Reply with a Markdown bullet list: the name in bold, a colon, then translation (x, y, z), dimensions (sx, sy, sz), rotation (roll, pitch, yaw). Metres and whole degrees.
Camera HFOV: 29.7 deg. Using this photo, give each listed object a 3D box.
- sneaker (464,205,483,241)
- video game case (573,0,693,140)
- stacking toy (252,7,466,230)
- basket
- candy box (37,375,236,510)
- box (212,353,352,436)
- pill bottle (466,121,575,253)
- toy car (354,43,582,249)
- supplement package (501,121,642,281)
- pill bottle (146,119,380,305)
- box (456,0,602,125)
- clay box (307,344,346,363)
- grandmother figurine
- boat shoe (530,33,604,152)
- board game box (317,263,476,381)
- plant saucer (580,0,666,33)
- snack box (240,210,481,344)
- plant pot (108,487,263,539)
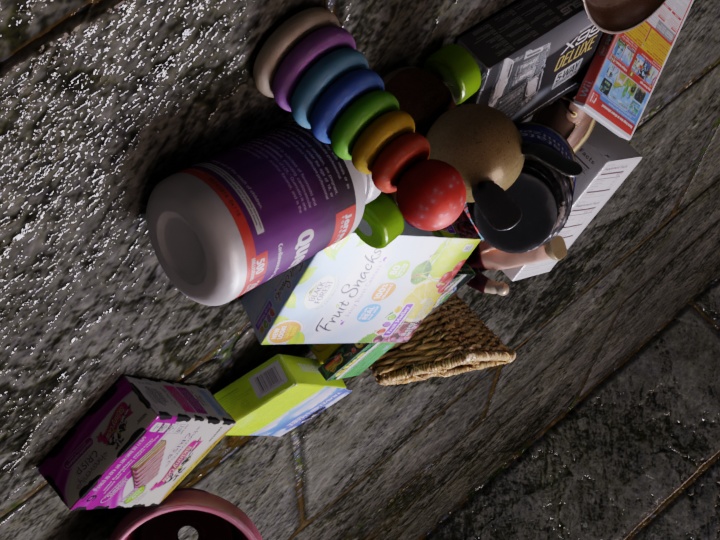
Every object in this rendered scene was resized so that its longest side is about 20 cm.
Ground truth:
- **sneaker**: translation (0.096, -0.077, 1.556), dimensions (0.200, 0.079, 0.096), rotation (-24, 137, -56)
- **video game case**: translation (0.313, -0.258, 1.524), dimensions (0.143, 0.017, 0.201), rotation (19, 96, -57)
- **stacking toy**: translation (0.007, -0.111, 1.054), dimensions (0.085, 0.200, 0.086), rotation (-38, 161, -16)
- **basket**: translation (0.091, 0.112, 1.811), dimensions (0.143, 0.149, 0.200), rotation (-48, 162, 13)
- **candy box**: translation (-0.230, 0.184, 1.432), dimensions (0.136, 0.061, 0.200), rotation (-47, 162, 7)
- **box**: translation (-0.097, 0.152, 1.622), dimensions (0.121, 0.048, 0.200), rotation (-32, 165, 12)
- **pill bottle**: translation (0.171, -0.086, 1.440), dimensions (0.112, 0.112, 0.200), rotation (-50, -177, 20)
- **toy car**: translation (0.100, -0.094, 1.241), dimensions (0.164, 0.199, 0.159), rotation (-40, 134, -25)
- **supplement package**: translation (0.236, -0.101, 1.702), dimensions (0.109, 0.114, 0.200), rotation (-12, 145, -55)
- **pill bottle**: translation (-0.074, -0.057, 1.144), dimensions (0.199, 0.113, 0.113), rotation (-29, 157, -36)
- **box**: translation (0.168, -0.216, 1.407), dimensions (0.199, 0.050, 0.158), rotation (-34, 159, -27)
- **clay box**: translation (0.029, 0.026, 1.615), dimensions (0.115, 0.048, 0.200), rotation (-19, 157, -52)
- **grandmother figurine**: translation (0.152, -0.028, 1.668), dimensions (0.199, 0.122, 0.060), rotation (-18, 153, 32)
- **boat shoe**: translation (0.246, -0.206, 1.571), dimensions (0.201, 0.072, 0.067), rotation (-57, 154, 18)
- **board game box**: translation (0.044, 0.061, 1.616), dimensions (0.200, 0.024, 0.105), rotation (-41, 168, 16)
- **plant saucer**: translation (0.270, -0.330, 1.322), dimensions (0.200, 0.032, 0.201), rotation (-31, 138, -33)
- **snack box**: translation (0.000, 0.000, 1.409), dimensions (0.199, 0.068, 0.169), rotation (2, 135, -36)
- **plant pot**: translation (-0.208, 0.347, 1.620), dimensions (0.200, 0.200, 0.179), rotation (-43, -170, 1)
